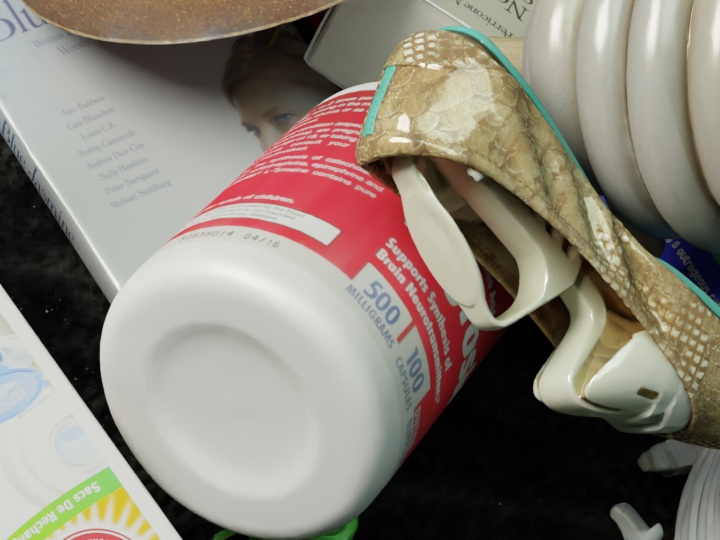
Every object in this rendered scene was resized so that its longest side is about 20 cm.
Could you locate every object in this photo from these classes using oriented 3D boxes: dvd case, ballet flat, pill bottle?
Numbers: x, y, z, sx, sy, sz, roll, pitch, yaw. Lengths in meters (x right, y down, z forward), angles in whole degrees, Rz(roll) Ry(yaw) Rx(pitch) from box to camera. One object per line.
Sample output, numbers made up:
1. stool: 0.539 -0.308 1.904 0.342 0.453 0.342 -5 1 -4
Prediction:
1. dvd case: -0.074 -0.065 0.903 0.142 0.018 0.200 -26 70 -25
2. ballet flat: 0.068 0.008 0.731 0.200 0.070 0.065 46 62 -14
3. pill bottle: 0.000 0.000 0.790 0.112 0.112 0.200 34 40 7

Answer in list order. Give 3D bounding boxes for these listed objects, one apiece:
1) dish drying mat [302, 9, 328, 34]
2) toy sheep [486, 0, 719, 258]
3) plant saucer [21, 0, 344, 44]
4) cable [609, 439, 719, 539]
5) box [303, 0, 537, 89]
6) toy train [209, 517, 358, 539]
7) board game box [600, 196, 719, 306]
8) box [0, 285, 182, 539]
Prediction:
1. dish drying mat: 0.009 -0.119 0.957 0.077 0.018 0.200 -26 70 -27
2. toy sheep: 0.124 -0.067 0.751 0.199 0.138 0.138 1 50 33
3. plant saucer: -0.052 -0.162 0.887 0.199 0.035 0.201 -10 39 8
4. cable: 0.224 0.119 0.843 0.199 0.069 0.200 -21 67 -24
5. box: 0.058 -0.146 0.935 0.082 0.068 0.200 32 48 -1
6. toy train: -0.023 0.113 0.802 0.056 0.042 0.200 -24 69 -15
7. board game box: 0.199 -0.045 0.811 0.200 0.045 0.152 -39 52 12
8. box: -0.150 0.085 0.746 0.112 0.101 0.200 -29 71 -27
